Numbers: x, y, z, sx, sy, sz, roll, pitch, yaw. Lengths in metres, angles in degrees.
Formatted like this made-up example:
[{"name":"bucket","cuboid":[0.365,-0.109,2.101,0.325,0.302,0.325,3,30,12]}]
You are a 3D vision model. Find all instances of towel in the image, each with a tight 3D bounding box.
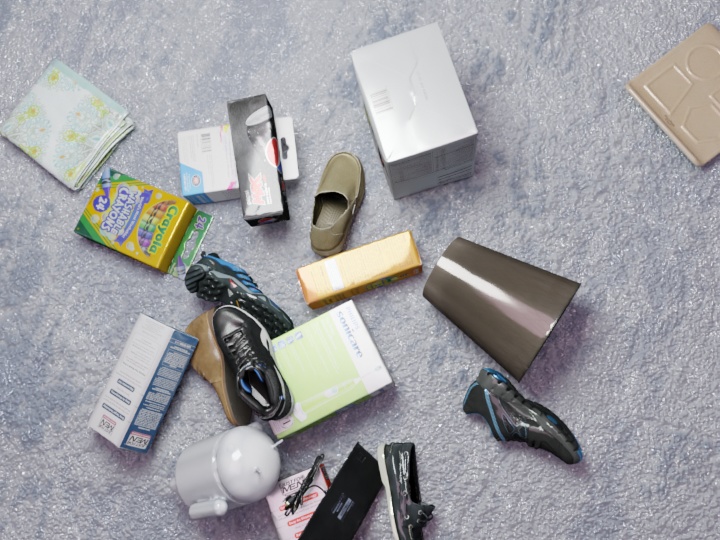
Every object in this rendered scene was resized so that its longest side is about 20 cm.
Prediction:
[{"name":"towel","cuboid":[-0.522,-0.258,1.408,0.200,0.048,0.171,37,84,11]}]

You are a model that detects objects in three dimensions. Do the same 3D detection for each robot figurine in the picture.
[{"name":"robot figurine","cuboid":[-0.201,0.303,1.203,0.200,0.170,0.113,-26,119,35]}]

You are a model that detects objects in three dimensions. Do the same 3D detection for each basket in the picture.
[{"name":"basket","cuboid":[0.210,0.044,1.236,0.200,0.136,0.181,33,89,14]}]

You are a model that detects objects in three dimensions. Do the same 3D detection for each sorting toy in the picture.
[{"name":"sorting toy","cuboid":[0.569,-0.291,1.317,0.200,0.036,0.185,-36,78,-7]}]

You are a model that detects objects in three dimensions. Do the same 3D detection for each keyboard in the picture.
[{"name":"keyboard","cuboid":[-0.046,0.344,1.194,0.127,0.021,0.200,45,52,-12]}]

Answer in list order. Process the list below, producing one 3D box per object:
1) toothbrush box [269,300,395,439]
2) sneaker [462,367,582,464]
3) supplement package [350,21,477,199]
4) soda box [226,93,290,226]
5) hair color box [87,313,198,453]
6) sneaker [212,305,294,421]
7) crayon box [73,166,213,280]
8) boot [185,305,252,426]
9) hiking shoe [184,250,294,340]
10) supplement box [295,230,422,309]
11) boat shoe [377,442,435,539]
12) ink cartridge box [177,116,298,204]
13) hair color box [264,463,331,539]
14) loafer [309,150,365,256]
[{"name":"toothbrush box","cuboid":[-0.066,0.160,1.260,0.200,0.086,0.146,-28,77,1]},{"name":"sneaker","cuboid":[0.251,0.239,1.231,0.200,0.073,0.082,38,101,17]},{"name":"supplement package","cuboid":[0.088,-0.246,1.268,0.147,0.200,0.192,-17,77,2]},{"name":"soda box","cuboid":[-0.165,-0.177,1.280,0.071,0.063,0.200,-11,80,3]},{"name":"hair color box","cuboid":[-0.350,0.180,1.278,0.100,0.060,0.200,18,80,41]},{"name":"sneaker","cuboid":[-0.166,0.129,1.177,0.073,0.112,0.200,-34,76,-1]},{"name":"crayon box","cuboid":[-0.370,-0.081,1.356,0.200,0.052,0.126,23,82,9]},{"name":"boot","cuboid":[-0.231,0.164,1.295,0.075,0.074,0.200,-25,72,19]},{"name":"hiking shoe","cuboid":[-0.187,0.037,1.302,0.200,0.087,0.074,37,122,-8]},{"name":"supplement box","cuboid":[0.000,0.000,1.296,0.200,0.067,0.069,-21,78,2]},{"name":"boat shoe","cuboid":[0.081,0.359,1.213,0.066,0.075,0.200,-18,68,14]},{"name":"ink cartridge box","cuboid":[-0.203,-0.187,1.351,0.200,0.068,0.115,-8,80,4]},{"name":"hair color box","cuboid":[-0.070,0.411,1.224,0.101,0.061,0.200,-21,78,1]},{"name":"loafer","cuboid":[-0.037,-0.120,1.306,0.076,0.067,0.200,7,63,6]}]
